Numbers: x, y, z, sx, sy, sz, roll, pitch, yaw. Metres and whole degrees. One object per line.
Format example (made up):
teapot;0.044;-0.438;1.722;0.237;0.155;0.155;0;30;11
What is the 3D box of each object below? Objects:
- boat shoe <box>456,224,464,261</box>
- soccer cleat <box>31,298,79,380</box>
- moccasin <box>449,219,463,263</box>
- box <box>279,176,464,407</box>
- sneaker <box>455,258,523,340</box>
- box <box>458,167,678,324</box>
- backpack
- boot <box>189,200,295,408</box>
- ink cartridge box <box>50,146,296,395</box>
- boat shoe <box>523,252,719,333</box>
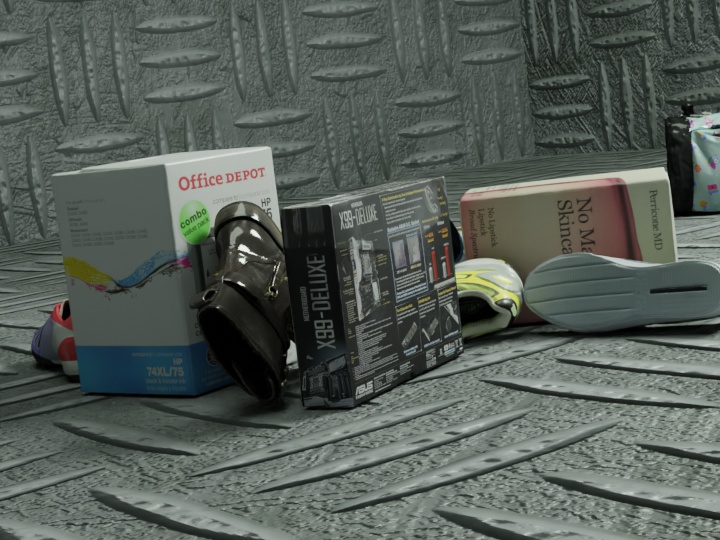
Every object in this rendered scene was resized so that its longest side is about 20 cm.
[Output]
boat shoe;0.137;-0.030;1.860;0.199;0.063;0.071;-11;10;-23
soccer cleat;-0.287;0.060;1.491;0.068;0.073;0.200;-10;7;-22
moccasin;0.000;0.000;1.442;0.200;0.068;0.080;-33;32;-4
box;0.014;0.013;1.219;0.050;0.158;0.200;-3;9;30
sneaker;0.050;0.034;1.371;0.199;0.076;0.076;-13;19;7
box;0.203;-0.023;1.443;0.199;0.128;0.109;-6;7;11
backpack;0.550;-0.155;2.187;0.199;0.167;0.127;-3;27;9
boot;-0.072;0.052;1.234;0.069;0.200;0.174;-30;30;20
ink cartridge box;-0.166;-0.002;1.344;0.146;0.201;0.147;-2;9;37
boat shoe;0.242;0.026;1.325;0.199;0.072;0.062;2;-14;35
